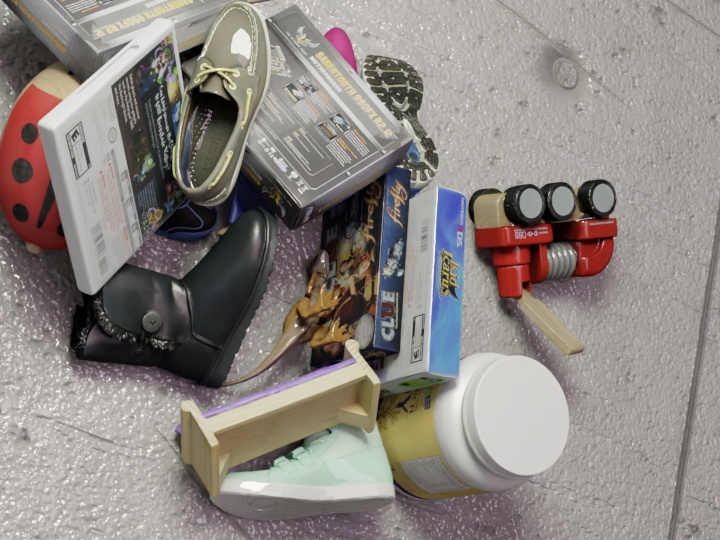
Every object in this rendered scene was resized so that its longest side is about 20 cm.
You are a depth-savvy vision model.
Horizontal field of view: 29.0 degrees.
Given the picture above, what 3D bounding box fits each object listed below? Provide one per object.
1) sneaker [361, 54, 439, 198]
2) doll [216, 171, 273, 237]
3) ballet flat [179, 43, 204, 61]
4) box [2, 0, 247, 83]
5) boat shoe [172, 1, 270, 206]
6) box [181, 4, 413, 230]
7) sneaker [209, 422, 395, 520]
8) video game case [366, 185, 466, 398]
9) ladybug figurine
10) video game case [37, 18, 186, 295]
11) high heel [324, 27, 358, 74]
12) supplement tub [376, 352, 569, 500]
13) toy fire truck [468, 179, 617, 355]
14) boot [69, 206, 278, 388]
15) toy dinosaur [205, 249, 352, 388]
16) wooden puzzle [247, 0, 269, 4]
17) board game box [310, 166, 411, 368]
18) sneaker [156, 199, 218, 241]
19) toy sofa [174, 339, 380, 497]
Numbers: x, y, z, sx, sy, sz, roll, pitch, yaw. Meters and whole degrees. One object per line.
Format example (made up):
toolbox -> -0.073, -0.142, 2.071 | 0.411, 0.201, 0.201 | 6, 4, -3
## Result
sneaker -> 0.030, -0.163, 1.602 | 0.078, 0.089, 0.201 | 6, 56, -24
doll -> -0.096, -0.121, 1.503 | 0.136, 0.048, 0.201 | 30, 72, -57
ballet flat -> -0.169, -0.250, 1.506 | 0.200, 0.067, 0.063 | 38, 53, -19
box -> -0.233, -0.273, 1.357 | 0.158, 0.048, 0.200 | 44, 48, 16
boat shoe -> -0.134, -0.163, 1.337 | 0.072, 0.060, 0.203 | 12, 89, 8
box -> -0.069, -0.160, 1.429 | 0.158, 0.048, 0.200 | -34, 77, -30
sneaker -> -0.067, 0.194, 1.459 | 0.199, 0.074, 0.119 | 1, 62, -23
video game case -> 0.044, 0.030, 1.495 | 0.045, 0.181, 0.201 | 14, 71, -29
ladybug figurine -> -0.281, -0.106, 1.335 | 0.135, 0.072, 0.201 | 17, 102, -10
video game case -> -0.220, -0.106, 1.302 | 0.182, 0.023, 0.201 | -51, 150, -38
high heel -> -0.018, -0.192, 1.564 | 0.067, 0.096, 0.201 | 19, 69, -26
supplement tub -> 0.114, 0.168, 1.492 | 0.145, 0.200, 0.146 | 9, 73, -30
toy fire truck -> 0.235, -0.005, 1.670 | 0.175, 0.128, 0.201 | -6, 92, -33
boot -> -0.187, 0.013, 1.388 | 0.167, 0.076, 0.201 | 18, 100, -29
toy dinosaur -> -0.065, 0.064, 1.474 | 0.060, 0.106, 0.200 | 49, 55, -21
wooden puzzle -> -0.216, -0.332, 1.475 | 0.184, 0.037, 0.200 | -18, 60, -34
board game box -> 0.000, 0.000, 1.504 | 0.034, 0.135, 0.201 | 14, 70, -28
sneaker -> -0.222, -0.100, 1.425 | 0.200, 0.078, 0.070 | 33, 63, -20
toy sofa -> -0.086, 0.137, 1.406 | 0.199, 0.083, 0.098 | -19, 49, -24
